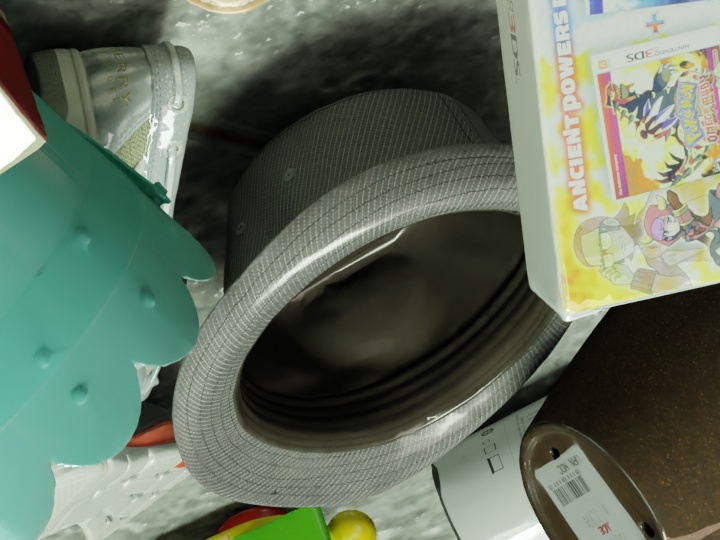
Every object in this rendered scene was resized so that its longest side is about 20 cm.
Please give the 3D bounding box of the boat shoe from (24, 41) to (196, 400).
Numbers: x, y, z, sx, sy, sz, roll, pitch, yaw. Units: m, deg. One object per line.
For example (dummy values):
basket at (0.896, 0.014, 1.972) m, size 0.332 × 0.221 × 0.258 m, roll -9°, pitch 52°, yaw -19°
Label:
boat shoe at (-0.093, -0.013, 1.004) m, size 0.065 × 0.075 × 0.202 m, roll -11°, pitch 140°, yaw -8°

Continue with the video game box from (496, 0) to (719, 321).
video game box at (0.138, -0.098, 0.884) m, size 0.182 × 0.047 × 0.200 m, roll -12°, pitch 108°, yaw -15°

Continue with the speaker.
speaker at (0.140, 0.083, 1.266) m, size 0.200 × 0.081 × 0.081 m, roll -29°, pitch 147°, yaw 11°

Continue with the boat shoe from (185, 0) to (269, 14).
boat shoe at (-0.018, -0.133, 0.841) m, size 0.074 × 0.069 × 0.200 m, roll 7°, pitch 152°, yaw -24°

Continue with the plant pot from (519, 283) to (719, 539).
plant pot at (0.171, 0.055, 1.084) m, size 0.200 × 0.187 × 0.187 m, roll -31°, pitch 154°, yaw -26°

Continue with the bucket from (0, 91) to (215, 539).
bucket at (-0.168, 0.012, 0.850) m, size 0.207 × 0.207 × 0.135 m, roll -32°, pitch 113°, yaw 18°

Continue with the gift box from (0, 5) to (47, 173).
gift box at (-0.226, -0.088, 0.701) m, size 0.187 × 0.185 × 0.200 m, roll -34°, pitch 123°, yaw 5°

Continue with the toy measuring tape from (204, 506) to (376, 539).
toy measuring tape at (-0.080, 0.173, 1.289) m, size 0.200 × 0.074 × 0.074 m, roll -25°, pitch 147°, yaw 7°

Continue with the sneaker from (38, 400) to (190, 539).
sneaker at (-0.124, 0.068, 1.115) m, size 0.077 × 0.082 × 0.200 m, roll -39°, pitch 167°, yaw 8°

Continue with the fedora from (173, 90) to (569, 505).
fedora at (0.000, 0.000, 1.041) m, size 0.177 × 0.090 × 0.200 m, roll 4°, pitch 135°, yaw -36°
